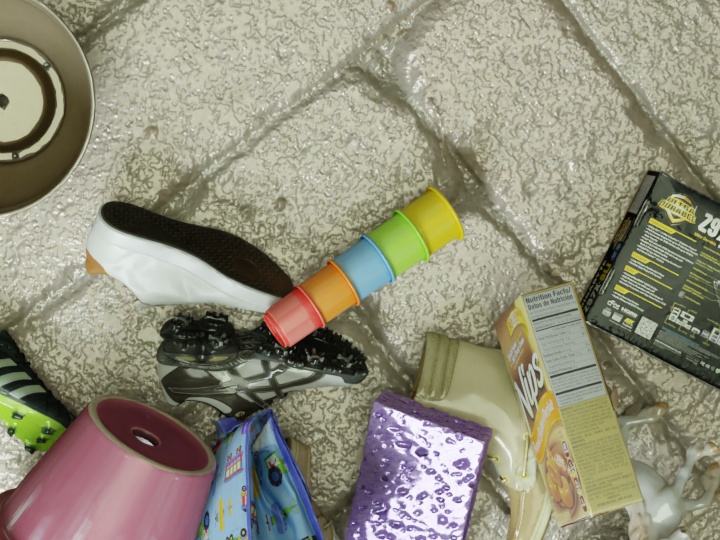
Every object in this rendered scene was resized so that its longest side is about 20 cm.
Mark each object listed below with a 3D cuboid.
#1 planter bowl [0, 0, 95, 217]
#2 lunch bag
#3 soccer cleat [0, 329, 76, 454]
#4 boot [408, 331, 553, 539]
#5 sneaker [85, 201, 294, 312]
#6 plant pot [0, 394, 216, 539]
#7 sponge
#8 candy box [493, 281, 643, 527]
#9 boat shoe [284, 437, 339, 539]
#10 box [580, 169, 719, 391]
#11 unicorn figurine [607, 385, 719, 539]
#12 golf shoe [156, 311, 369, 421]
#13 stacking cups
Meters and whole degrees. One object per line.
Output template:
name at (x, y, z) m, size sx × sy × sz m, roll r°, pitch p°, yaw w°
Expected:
planter bowl at (-0.328, -0.150, 1.367) m, size 0.199 × 0.135 × 0.201 m, roll 0°, pitch 96°, yaw -2°
lunch bag at (-0.106, 0.230, 1.389) m, size 0.094 × 0.151 × 0.201 m, roll -4°, pitch 68°, yaw -30°
soccer cleat at (-0.325, 0.106, 1.431) m, size 0.200 × 0.081 × 0.067 m, roll 36°, pitch 138°, yaw -21°
boot at (0.114, 0.165, 1.452) m, size 0.155 × 0.073 × 0.201 m, roll 10°, pitch 89°, yaw -5°
sneaker at (-0.161, 0.005, 1.437) m, size 0.199 × 0.073 × 0.085 m, roll 22°, pitch 123°, yaw -9°
plant pot at (-0.225, 0.220, 1.371) m, size 0.199 × 0.200 × 0.180 m, roll 29°, pitch 102°, yaw -6°
sponge at (0.049, 0.221, 1.437) m, size 0.111 × 0.030 × 0.201 m, roll 17°, pitch 115°, yaw 13°
candy box at (0.183, 0.122, 1.368) m, size 0.055 × 0.115 × 0.201 m, roll -15°, pitch 78°, yaw -11°
boat shoe at (-0.053, 0.255, 1.460) m, size 0.065 × 0.072 × 0.201 m, roll 1°, pitch 102°, yaw -8°
box at (0.330, 0.020, 1.464) m, size 0.199 × 0.049 × 0.160 m, roll 26°, pitch 92°, yaw -5°
unicorn figurine at (0.271, 0.201, 1.431) m, size 0.137 × 0.200 × 0.074 m, roll -41°, pitch 137°, yaw -17°
golf shoe at (-0.093, 0.097, 1.447) m, size 0.199 × 0.078 × 0.095 m, roll 8°, pitch 118°, yaw -5°
stacking cups at (0.000, 0.000, 1.421) m, size 0.200 × 0.060 × 0.061 m, roll -34°, pitch 97°, yaw -9°
